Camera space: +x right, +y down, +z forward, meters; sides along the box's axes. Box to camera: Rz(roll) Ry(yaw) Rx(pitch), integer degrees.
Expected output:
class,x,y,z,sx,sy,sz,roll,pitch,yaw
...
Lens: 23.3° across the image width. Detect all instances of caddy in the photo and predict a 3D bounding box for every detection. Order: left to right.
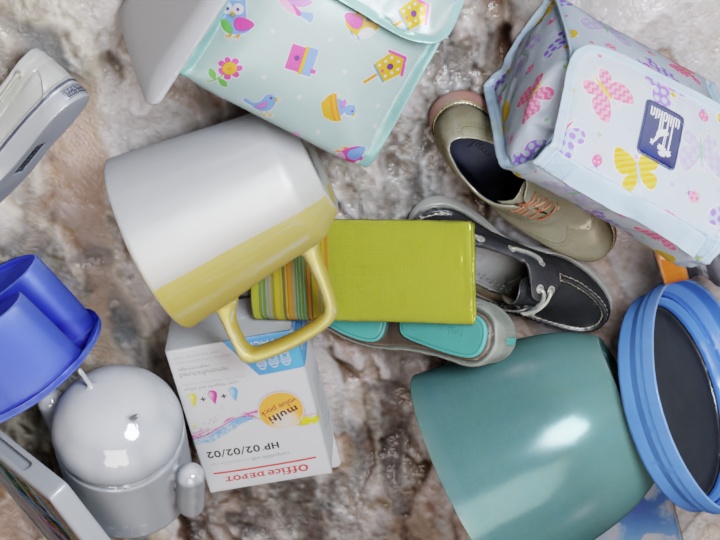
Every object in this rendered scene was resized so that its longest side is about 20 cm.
class,x,y,z,sx,sy,sz,roll,pitch,yaw
caddy,-0.312,0.078,1.473,0.200,0.141,0.105,-27,114,17

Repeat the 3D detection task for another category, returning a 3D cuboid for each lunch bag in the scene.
class,x,y,z,sx,sy,sz,roll,pitch,yaw
lunch bag,-0.020,-0.205,1.306,0.170,0.122,0.200,27,111,-15
lunch bag,0.197,-0.102,1.323,0.170,0.200,0.127,27,119,-16

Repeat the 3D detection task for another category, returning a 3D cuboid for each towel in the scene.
class,x,y,z,sx,sy,sz,roll,pitch,yaw
towel,0.000,0.000,1.439,0.200,0.018,0.086,1,99,23

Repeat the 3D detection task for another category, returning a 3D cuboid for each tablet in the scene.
class,x,y,z,sx,sy,sz,roll,pitch,yaw
tablet,-0.117,-0.231,1.284,0.014,0.130,0.200,18,123,-33

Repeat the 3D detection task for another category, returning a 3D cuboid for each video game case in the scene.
class,x,y,z,sx,sy,sz,roll,pitch,yaw
video game case,-0.265,0.215,1.535,0.024,0.182,0.200,-44,132,-19

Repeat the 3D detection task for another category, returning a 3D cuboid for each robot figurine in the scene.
class,x,y,z,sx,sy,sz,roll,pitch,yaw
robot figurine,-0.205,0.157,1.519,0.169,0.113,0.200,22,148,17

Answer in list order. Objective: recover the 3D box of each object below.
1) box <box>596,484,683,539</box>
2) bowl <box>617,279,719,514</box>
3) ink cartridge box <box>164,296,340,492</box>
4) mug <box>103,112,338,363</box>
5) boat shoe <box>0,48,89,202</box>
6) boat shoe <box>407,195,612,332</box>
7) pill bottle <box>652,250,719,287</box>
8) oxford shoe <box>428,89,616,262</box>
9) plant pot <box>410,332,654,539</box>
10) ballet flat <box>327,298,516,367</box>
class,x,y,z,sx,sy,sz,roll,pitch,yaw
box,0.242,0.258,1.643,0.122,0.048,0.200,-15,121,8
bowl,0.276,0.107,1.463,0.039,0.201,0.201,-18,123,33
ink cartridge box,-0.090,0.124,1.545,0.115,0.068,0.200,-10,122,6
mug,-0.096,-0.041,1.408,0.153,0.149,0.187,-26,133,6
boat shoe,-0.303,-0.100,1.410,0.070,0.071,0.200,49,118,3
boat shoe,0.128,0.006,1.474,0.200,0.060,0.074,31,118,-18
pill bottle,0.332,-0.047,1.415,0.200,0.106,0.106,-15,121,10
oxford shoe,0.132,-0.060,1.423,0.200,0.074,0.071,35,116,-20
plant pot,0.159,0.145,1.487,0.161,0.201,0.201,-27,119,11
ballet flat,0.039,0.038,1.474,0.200,0.064,0.067,18,97,29
